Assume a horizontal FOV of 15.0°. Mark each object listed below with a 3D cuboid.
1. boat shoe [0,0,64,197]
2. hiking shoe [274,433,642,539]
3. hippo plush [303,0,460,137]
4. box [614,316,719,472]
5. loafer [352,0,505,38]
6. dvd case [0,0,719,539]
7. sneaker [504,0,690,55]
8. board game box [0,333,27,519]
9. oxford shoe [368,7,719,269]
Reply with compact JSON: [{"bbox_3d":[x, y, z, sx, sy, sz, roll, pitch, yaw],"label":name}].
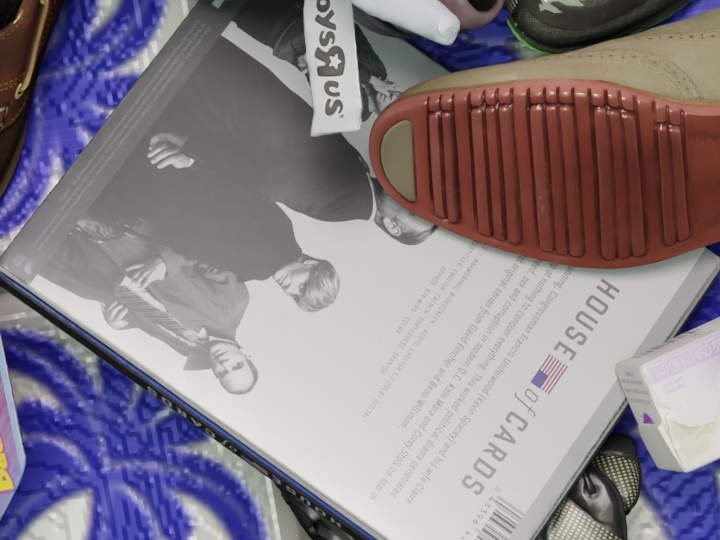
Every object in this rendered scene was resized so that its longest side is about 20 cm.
[{"bbox_3d":[-0.142,-0.085,0.945,0.070,0.070,0.201,23,102,4],"label":"boat shoe"},{"bbox_3d":[0.047,0.084,0.947,0.200,0.076,0.101,44,82,2],"label":"hiking shoe"},{"bbox_3d":[-0.075,-0.146,0.845,0.160,0.159,0.201,9,68,-23],"label":"hippo plush"},{"bbox_3d":[0.181,0.009,0.893,0.199,0.041,0.039,-24,93,-8],"label":"box"},{"bbox_3d":[0.057,-0.166,0.883,0.072,0.063,0.201,25,87,-35],"label":"loafer"},{"bbox_3d":[0.000,0.000,0.918,0.199,0.025,0.151,35,74,7],"label":"dvd case"},{"bbox_3d":[0.125,-0.140,0.886,0.199,0.084,0.077,-34,91,15],"label":"sneaker"},{"bbox_3d":[-0.192,0.015,0.942,0.157,0.039,0.202,-4,100,41],"label":"board game box"},{"bbox_3d":[0.103,-0.050,0.906,0.198,0.075,0.071,1,130,2],"label":"oxford shoe"}]
